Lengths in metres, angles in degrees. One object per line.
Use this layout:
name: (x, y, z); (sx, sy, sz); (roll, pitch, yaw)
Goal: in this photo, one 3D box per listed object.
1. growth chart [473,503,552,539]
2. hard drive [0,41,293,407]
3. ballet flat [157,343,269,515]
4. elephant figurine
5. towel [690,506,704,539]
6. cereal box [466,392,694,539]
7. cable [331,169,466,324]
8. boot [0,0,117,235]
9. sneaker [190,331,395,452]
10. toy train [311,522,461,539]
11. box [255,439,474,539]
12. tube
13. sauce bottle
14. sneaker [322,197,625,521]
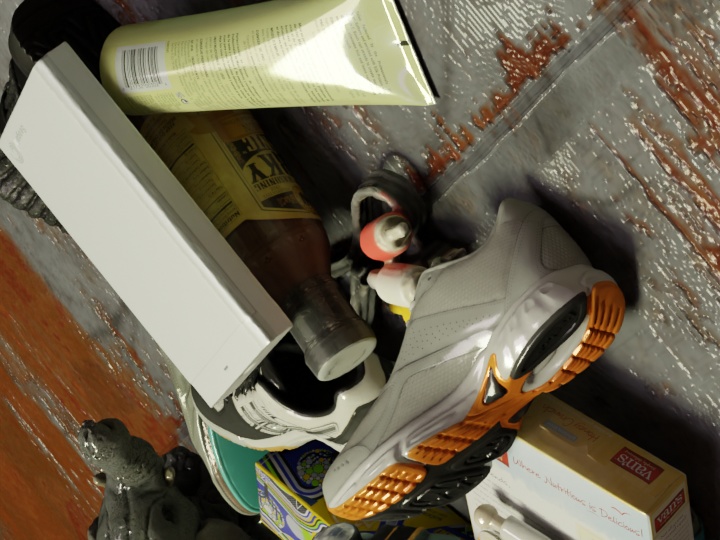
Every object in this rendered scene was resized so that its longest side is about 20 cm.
growth chart: (0.128, 0.217, 1.435); (0.144, 0.018, 0.201); (23, 144, 37)
hard drive: (-0.124, -0.022, 1.473); (0.200, 0.026, 0.132); (50, 155, 4)
ballet flat: (-0.095, 0.064, 1.687); (0.064, 0.067, 0.201); (22, 135, 52)
elephant figurine: (-0.134, 0.186, 1.725); (0.155, 0.142, 0.200); (46, -165, 10)
towel: (0.148, 0.180, 1.487); (0.146, 0.022, 0.201); (30, 147, 38)
cereal box: (0.122, 0.153, 1.424); (0.144, 0.039, 0.201); (30, 148, 34)
cable: (0.000, 0.000, 1.464); (0.097, 0.050, 0.200); (56, 154, -10)
boot: (-0.153, -0.057, 1.602); (0.211, 0.079, 0.158); (54, 149, 21)
sneaker: (-0.040, 0.063, 1.560); (0.199, 0.076, 0.088); (4, 152, 45)
toy train: (0.038, 0.235, 1.532); (0.114, 0.085, 0.201); (0, 123, 43)
box: (0.025, 0.178, 1.634); (0.200, 0.064, 0.070); (37, 150, 27)
tube: (-0.051, -0.114, 1.391); (0.199, 0.052, 0.058); (-3, 165, 39)
sauce bottle: (-0.059, -0.028, 1.472); (0.200, 0.064, 0.065); (56, 156, 17)
sneaker: (0.047, 0.047, 1.350); (0.076, 0.200, 0.092); (20, -148, -51)
